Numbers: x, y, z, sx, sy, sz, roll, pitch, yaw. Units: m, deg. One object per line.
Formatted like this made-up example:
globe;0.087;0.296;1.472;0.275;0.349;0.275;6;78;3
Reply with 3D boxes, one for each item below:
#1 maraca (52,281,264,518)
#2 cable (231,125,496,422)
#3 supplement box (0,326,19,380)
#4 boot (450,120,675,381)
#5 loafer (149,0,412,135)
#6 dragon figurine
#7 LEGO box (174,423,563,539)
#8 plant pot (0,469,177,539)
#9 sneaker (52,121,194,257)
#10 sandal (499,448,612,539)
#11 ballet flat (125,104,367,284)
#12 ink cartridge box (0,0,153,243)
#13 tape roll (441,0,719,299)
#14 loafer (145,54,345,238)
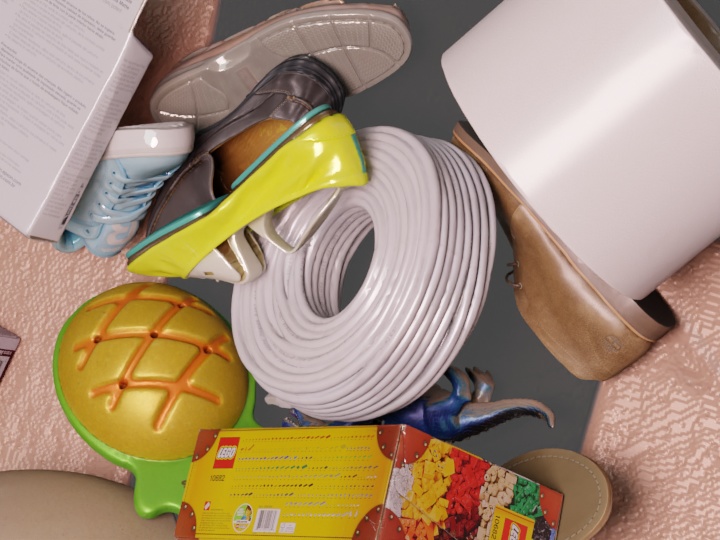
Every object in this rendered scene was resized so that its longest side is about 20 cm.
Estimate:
maraca;-0.133;0.089;1.533;0.136;0.107;0.201;-24;59;-17
cable;0.000;0.000;1.459;0.199;0.069;0.202;9;77;52
supplement box;-0.348;0.113;1.657;0.108;0.061;0.201;29;96;23
boot;0.115;-0.013;1.470;0.075;0.073;0.200;-46;72;23
loafer;-0.056;-0.152;1.555;0.199;0.072;0.063;-17;35;20
dragon figurine;0.044;0.108;1.491;0.199;0.059;0.100;17;94;28
LEGO box;0.003;0.157;1.412;0.199;0.148;0.078;-5;66;47
plant pot;-0.182;0.222;1.524;0.133;0.200;0.202;-15;79;-7
sneaker;-0.167;-0.054;1.561;0.200;0.073;0.083;-15;86;60
sandal;0.104;0.176;1.464;0.211;0.069;0.078;-25;51;40
ballet flat;-0.073;-0.031;1.460;0.199;0.067;0.067;-35;88;29
ink cartridge box;-0.236;-0.153;1.513;0.199;0.041;0.201;35;102;28
tape roll;0.165;-0.102;1.382;0.139;0.202;0.203;-40;72;15
loafer;-0.092;-0.065;1.534;0.073;0.072;0.200;37;122;-6
